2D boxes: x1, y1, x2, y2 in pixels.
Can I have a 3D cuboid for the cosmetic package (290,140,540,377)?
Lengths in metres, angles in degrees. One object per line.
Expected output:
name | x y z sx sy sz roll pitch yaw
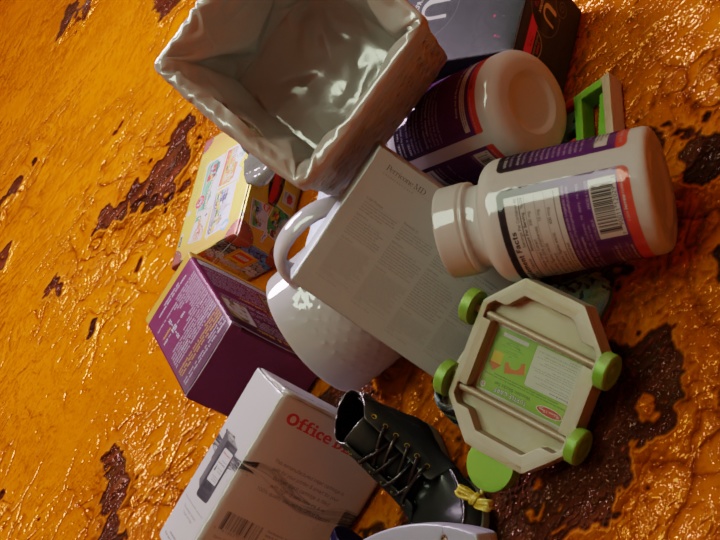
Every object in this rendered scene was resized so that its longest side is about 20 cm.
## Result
cosmetic package | 0.056 -0.003 1.479 0.151 0.199 0.052 -54 9 10

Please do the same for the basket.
basket | -0.049 -0.203 1.508 0.201 0.198 0.161 -53 -13 6

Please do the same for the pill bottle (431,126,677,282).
pill bottle | 0.168 -0.052 1.374 0.198 0.112 0.112 -11 51 22

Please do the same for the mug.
mug | 0.000 0.000 1.566 0.175 0.200 0.148 -39 39 19

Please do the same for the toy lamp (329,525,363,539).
toy lamp | -0.065 0.335 1.513 0.201 0.058 0.058 -53 30 11

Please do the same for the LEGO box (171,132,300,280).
LEGO box | -0.148 -0.090 1.990 0.148 0.077 0.202 -23 46 46

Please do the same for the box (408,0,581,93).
box | 0.114 -0.238 1.648 0.199 0.106 0.123 -5 59 37

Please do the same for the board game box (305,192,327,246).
board game box | 0.023 -0.088 1.761 0.198 0.043 0.202 -23 45 47

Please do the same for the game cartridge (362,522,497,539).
game cartridge | 0.050 0.287 1.356 0.199 0.040 0.135 -21 73 47

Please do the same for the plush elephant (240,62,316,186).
plush elephant | -0.062 -0.153 1.692 0.154 0.200 0.166 -23 50 22

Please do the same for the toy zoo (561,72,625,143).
toy zoo | 0.180 -0.093 1.549 0.199 0.020 0.132 -34 38 38

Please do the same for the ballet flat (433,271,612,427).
ballet flat | 0.141 0.069 1.419 0.200 0.074 0.074 -49 31 18

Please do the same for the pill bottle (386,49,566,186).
pill bottle | 0.104 -0.140 1.573 0.199 0.112 0.113 -18 50 50

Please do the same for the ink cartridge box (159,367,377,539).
ink cartridge box | -0.082 0.218 1.550 0.201 0.145 0.083 -59 27 2

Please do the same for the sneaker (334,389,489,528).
sneaker | 0.039 0.189 1.430 0.075 0.106 0.200 -53 30 10

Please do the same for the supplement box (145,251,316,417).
supplement box | -0.146 0.082 1.786 0.104 0.130 0.200 -56 29 9

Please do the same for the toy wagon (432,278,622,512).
toy wagon | 0.136 0.111 1.361 0.154 0.039 0.202 26 102 33
